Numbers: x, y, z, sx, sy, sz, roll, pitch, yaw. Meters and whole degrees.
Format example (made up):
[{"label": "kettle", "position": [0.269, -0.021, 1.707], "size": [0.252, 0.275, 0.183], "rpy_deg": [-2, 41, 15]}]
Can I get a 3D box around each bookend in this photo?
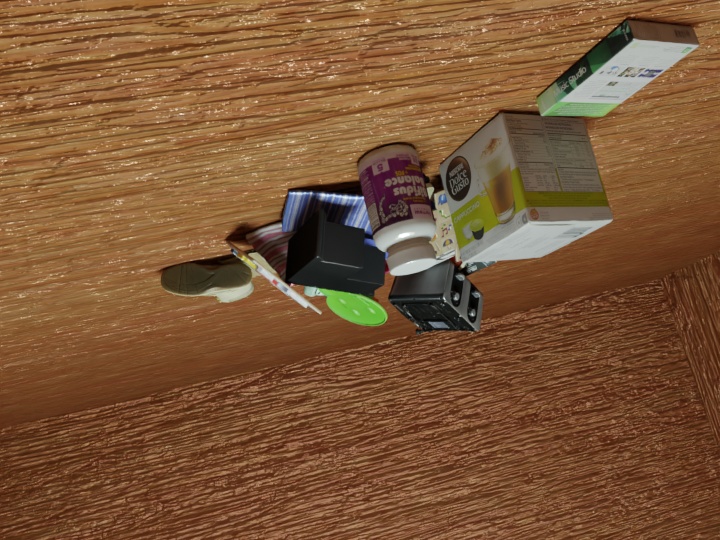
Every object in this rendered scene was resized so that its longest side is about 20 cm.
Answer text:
[{"label": "bookend", "position": [-0.024, -0.027, 1.260], "size": [0.195, 0.094, 0.200], "rpy_deg": [9, 162, -20]}]

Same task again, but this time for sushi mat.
[{"label": "sushi mat", "position": [-0.259, -0.010, 1.528], "size": [0.094, 0.012, 0.200], "rpy_deg": [-16, 166, 2]}]

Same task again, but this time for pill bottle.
[{"label": "pill bottle", "position": [0.067, -0.100, 1.110], "size": [0.110, 0.203, 0.112], "rpy_deg": [-13, 166, -3]}]

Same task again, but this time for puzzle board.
[{"label": "puzzle board", "position": [-0.180, 0.017, 1.335], "size": [0.200, 0.018, 0.150], "rpy_deg": [41, 173, -35]}]

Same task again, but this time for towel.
[{"label": "towel", "position": [-0.134, -0.040, 1.377], "size": [0.144, 0.030, 0.201], "rpy_deg": [-19, 145, 11]}, {"label": "towel", "position": [-0.048, -0.104, 1.246], "size": [0.196, 0.024, 0.145], "rpy_deg": [3, 155, -13]}]

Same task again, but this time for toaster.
[{"label": "toaster", "position": [0.178, 0.065, 1.568], "size": [0.198, 0.120, 0.181], "rpy_deg": [-4, 147, 41]}]

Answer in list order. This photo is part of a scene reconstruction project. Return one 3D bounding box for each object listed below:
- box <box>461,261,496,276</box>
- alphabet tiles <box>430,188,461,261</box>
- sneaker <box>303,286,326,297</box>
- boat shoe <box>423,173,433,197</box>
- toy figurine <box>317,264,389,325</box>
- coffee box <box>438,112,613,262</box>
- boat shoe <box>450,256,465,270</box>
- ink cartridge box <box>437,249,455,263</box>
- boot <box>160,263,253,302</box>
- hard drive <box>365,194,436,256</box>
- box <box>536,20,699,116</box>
[{"label": "box", "position": [0.277, -0.051, 1.641], "size": [0.199, 0.044, 0.161], "rpy_deg": [-29, -159, 44]}, {"label": "alphabet tiles", "position": [0.213, -0.102, 1.317], "size": [0.197, 0.169, 0.008], "rpy_deg": [-23, -147, -18]}, {"label": "sneaker", "position": [-0.109, 0.013, 1.537], "size": [0.199, 0.073, 0.119], "rpy_deg": [8, 116, -60]}, {"label": "boat shoe", "position": [0.082, -0.128, 1.260], "size": [0.073, 0.064, 0.202], "rpy_deg": [-22, 160, -24]}, {"label": "toy figurine", "position": [0.000, 0.000, 1.534], "size": [0.149, 0.186, 0.199], "rpy_deg": [-11, 141, 44]}, {"label": "coffee box", "position": [0.288, -0.143, 1.168], "size": [0.197, 0.201, 0.199], "rpy_deg": [-4, 164, -28]}, {"label": "boat shoe", "position": [0.190, -0.043, 1.616], "size": [0.062, 0.072, 0.200], "rpy_deg": [24, 180, -23]}, {"label": "ink cartridge box", "position": [0.184, -0.092, 1.430], "size": [0.067, 0.118, 0.199], "rpy_deg": [0, 161, -45]}, {"label": "boot", "position": [-0.341, 0.032, 1.478], "size": [0.196, 0.073, 0.155], "rpy_deg": [-4, 168, -8]}, {"label": "hard drive", "position": [0.102, -0.087, 1.367], "size": [0.131, 0.026, 0.200], "rpy_deg": [26, 137, -21]}, {"label": "box", "position": [0.386, -0.301, 0.997], "size": [0.142, 0.037, 0.200], "rpy_deg": [-7, 163, -28]}]
